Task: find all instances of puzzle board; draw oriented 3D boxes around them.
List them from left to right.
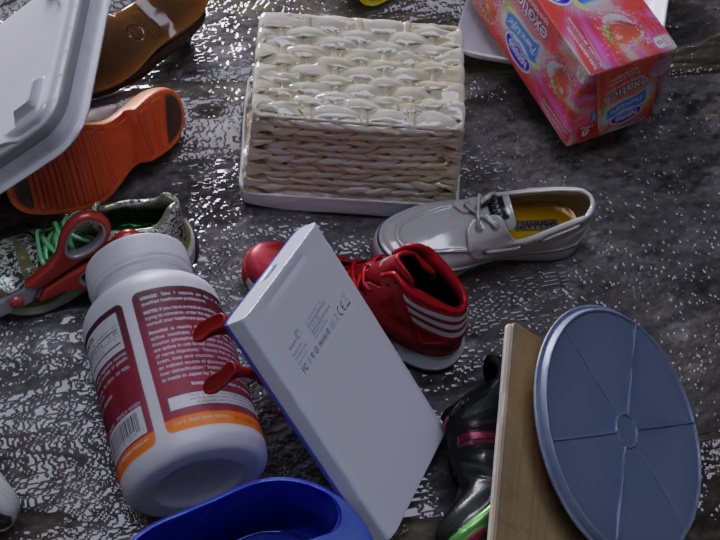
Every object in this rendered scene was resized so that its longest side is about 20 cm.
[{"bbox_3d":[0.149,0.159,1.071,0.150,0.017,0.202,32,53,-35],"label":"puzzle board"}]

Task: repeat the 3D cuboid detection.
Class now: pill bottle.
[{"bbox_3d":[-0.148,0.075,1.094,0.112,0.113,0.201,-12,58,-14],"label":"pill bottle"}]

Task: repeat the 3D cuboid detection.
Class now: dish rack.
[{"bbox_3d":[-0.280,-0.154,1.167,0.171,0.043,0.202,-26,45,31],"label":"dish rack"}]

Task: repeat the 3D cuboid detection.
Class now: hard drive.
[{"bbox_3d":[-0.014,0.082,1.061,0.201,0.025,0.132,58,35,-18],"label":"hard drive"}]

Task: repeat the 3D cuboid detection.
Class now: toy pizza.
[{"bbox_3d":[0.192,0.126,1.094,0.199,0.032,0.202,20,59,-38],"label":"toy pizza"}]

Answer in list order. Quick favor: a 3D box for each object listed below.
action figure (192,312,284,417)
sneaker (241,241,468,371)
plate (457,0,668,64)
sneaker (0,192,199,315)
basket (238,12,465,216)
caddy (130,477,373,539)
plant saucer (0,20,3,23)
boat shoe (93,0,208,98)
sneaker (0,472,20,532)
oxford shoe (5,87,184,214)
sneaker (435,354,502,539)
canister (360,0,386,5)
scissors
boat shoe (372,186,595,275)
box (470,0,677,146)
[{"bbox_3d":[-0.046,0.077,1.084,0.199,0.052,0.066,16,47,-49],"label":"action figure"},{"bbox_3d":[0.000,0.000,1.160,0.198,0.116,0.079,19,54,5],"label":"sneaker"},{"bbox_3d":[0.202,-0.259,1.410,0.198,0.032,0.201,13,55,3],"label":"plate"},{"bbox_3d":[-0.230,-0.028,1.170,0.198,0.089,0.077,-15,59,-16],"label":"sneaker"},{"bbox_3d":[-0.004,-0.139,1.250,0.197,0.124,0.137,4,56,-4],"label":"basket"},{"bbox_3d":[-0.083,0.230,0.999,0.198,0.105,0.142,-22,59,-19],"label":"caddy"},{"bbox_3d":[-0.359,-0.141,1.267,0.198,0.038,0.202,3,56,-5],"label":"plant saucer"},{"bbox_3d":[-0.216,-0.199,1.294,0.199,0.070,0.071,-36,85,-36],"label":"boat shoe"},{"bbox_3d":[-0.314,0.112,1.082,0.081,0.076,0.200,-32,65,-35],"label":"sneaker"},{"bbox_3d":[-0.238,-0.102,1.225,0.072,0.072,0.200,9,29,33],"label":"oxford shoe"},{"bbox_3d":[0.095,0.144,1.105,0.083,0.077,0.201,18,45,13],"label":"sneaker"},{"bbox_3d":[0.000,-0.374,1.435,0.148,0.087,0.200,-28,61,-23],"label":"canister"},{"bbox_3d":[-0.262,0.022,1.148,0.199,0.073,0.014,-38,45,10],"label":"scissors"},{"bbox_3d":[0.108,-0.040,1.215,0.198,0.070,0.072,-4,62,-17],"label":"boat shoe"},{"bbox_3d":[0.188,-0.228,1.308,0.094,0.103,0.201,-19,61,-18],"label":"box"}]
